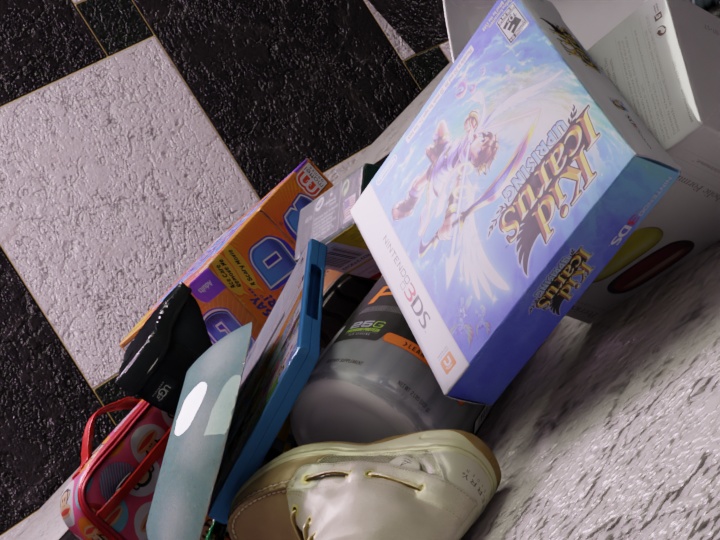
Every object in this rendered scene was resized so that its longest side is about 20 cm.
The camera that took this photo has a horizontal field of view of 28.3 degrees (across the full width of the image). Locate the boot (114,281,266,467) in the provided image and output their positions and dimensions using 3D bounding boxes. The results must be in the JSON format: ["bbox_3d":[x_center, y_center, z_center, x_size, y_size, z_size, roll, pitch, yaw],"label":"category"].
[{"bbox_3d":[-0.131,0.107,1.292,0.077,0.168,0.200,-47,11,12],"label":"boot"}]

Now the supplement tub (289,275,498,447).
[{"bbox_3d":[0.046,0.062,1.019,0.122,0.123,0.200,-36,12,47],"label":"supplement tub"}]

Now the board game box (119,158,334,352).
[{"bbox_3d":[-0.086,0.051,1.492,0.199,0.200,0.200,-37,10,46],"label":"board game box"}]

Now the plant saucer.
[{"bbox_3d":[-0.119,0.130,1.006,0.201,0.038,0.203,-164,90,-85],"label":"plant saucer"}]

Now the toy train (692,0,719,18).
[{"bbox_3d":[0.246,-0.131,1.035,0.199,0.114,0.086,-36,38,30],"label":"toy train"}]

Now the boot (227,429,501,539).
[{"bbox_3d":[-0.022,0.175,0.862,0.198,0.073,0.155,-17,24,31],"label":"boot"}]

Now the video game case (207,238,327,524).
[{"bbox_3d":[-0.064,0.074,1.033,0.144,0.018,0.200,-61,10,20],"label":"video game case"}]

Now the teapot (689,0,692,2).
[{"bbox_3d":[0.281,-0.235,1.238,0.195,0.201,0.147,-14,41,18],"label":"teapot"}]

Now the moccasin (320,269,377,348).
[{"bbox_3d":[-0.001,-0.001,1.243,0.077,0.074,0.202,0,51,49],"label":"moccasin"}]

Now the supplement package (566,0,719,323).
[{"bbox_3d":[0.174,-0.067,0.939,0.200,0.113,0.111,-39,46,40],"label":"supplement package"}]

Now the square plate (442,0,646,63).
[{"bbox_3d":[0.174,-0.162,1.170,0.196,0.202,0.028,-12,-17,17],"label":"square plate"}]

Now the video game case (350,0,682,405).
[{"bbox_3d":[0.088,-0.049,0.912,0.201,0.045,0.182,-54,42,26],"label":"video game case"}]

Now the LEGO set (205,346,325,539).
[{"bbox_3d":[-0.036,0.158,1.096,0.201,0.115,0.154,-71,7,-45],"label":"LEGO set"}]

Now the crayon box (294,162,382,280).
[{"bbox_3d":[0.061,-0.024,1.161,0.127,0.198,0.051,-29,52,59],"label":"crayon box"}]

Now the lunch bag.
[{"bbox_3d":[-0.180,0.189,1.331,0.200,0.176,0.082,-52,7,-37],"label":"lunch bag"}]
